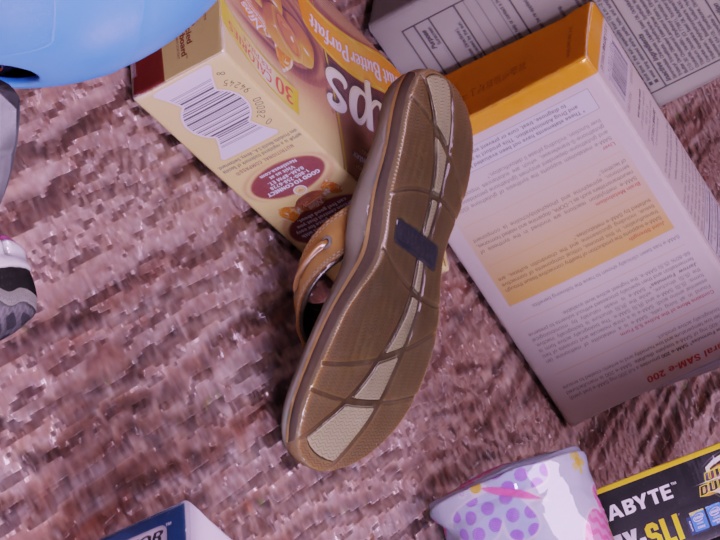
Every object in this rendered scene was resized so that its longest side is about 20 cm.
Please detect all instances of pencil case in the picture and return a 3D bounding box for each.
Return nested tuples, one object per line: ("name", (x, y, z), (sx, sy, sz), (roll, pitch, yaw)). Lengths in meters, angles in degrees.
("pencil case", (0.102, 0.185, 1.422), (0.091, 0.083, 0.201), (53, 16, -81))

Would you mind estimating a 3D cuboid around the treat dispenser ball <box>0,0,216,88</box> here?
("treat dispenser ball", (-0.128, -0.168, 1.107), (0.201, 0.200, 0.201), (49, 26, -35))

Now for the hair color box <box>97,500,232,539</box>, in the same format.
("hair color box", (-0.055, 0.195, 1.073), (0.100, 0.060, 0.201), (45, 29, -41))

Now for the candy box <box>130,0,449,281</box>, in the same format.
("candy box", (-0.034, -0.082, 1.429), (0.200, 0.055, 0.116), (44, 30, -44))

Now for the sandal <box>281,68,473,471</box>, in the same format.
("sandal", (0.000, 0.000, 1.376), (0.080, 0.054, 0.201), (41, 58, -50))

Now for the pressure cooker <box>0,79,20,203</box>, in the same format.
("pressure cooker", (-0.201, -0.042, 0.831), (0.176, 0.178, 0.200), (52, 25, -22))

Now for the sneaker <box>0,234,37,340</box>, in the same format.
("sneaker", (-0.158, 0.049, 0.981), (0.088, 0.074, 0.200), (65, 24, -6))

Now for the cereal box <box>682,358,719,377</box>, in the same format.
("cereal box", (0.228, 0.030, 1.800), (0.040, 0.143, 0.200), (67, 21, 6))

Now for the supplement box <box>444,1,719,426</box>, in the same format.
("supplement box", (0.122, -0.029, 1.642), (0.200, 0.126, 0.074), (56, 21, -23))

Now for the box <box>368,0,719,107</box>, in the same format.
("box", (0.123, -0.155, 1.676), (0.128, 0.199, 0.109), (54, 23, -25))

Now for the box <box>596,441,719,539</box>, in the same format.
("box", (0.194, 0.124, 1.550), (0.200, 0.159, 0.050), (31, 36, -73))
